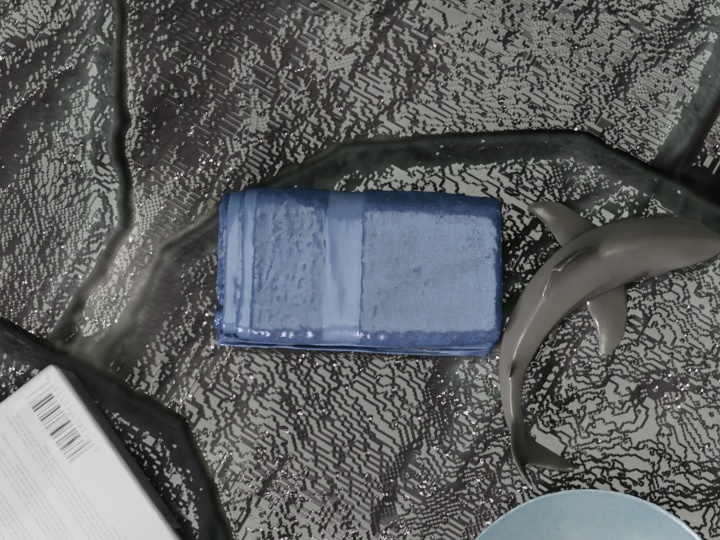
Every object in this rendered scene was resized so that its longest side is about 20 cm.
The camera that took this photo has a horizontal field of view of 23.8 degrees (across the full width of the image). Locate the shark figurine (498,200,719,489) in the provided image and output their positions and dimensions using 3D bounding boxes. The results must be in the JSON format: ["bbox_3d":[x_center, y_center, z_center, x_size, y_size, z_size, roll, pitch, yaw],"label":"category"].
[{"bbox_3d":[0.132,0.028,1.133,0.128,0.090,0.215,34,84,12],"label":"shark figurine"}]

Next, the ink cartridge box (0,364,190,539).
[{"bbox_3d":[-0.217,0.195,1.169,0.173,0.044,0.200,-37,79,1],"label":"ink cartridge box"}]

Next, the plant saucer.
[{"bbox_3d":[0.150,0.244,1.119,0.200,0.039,0.202,-1,80,8],"label":"plant saucer"}]

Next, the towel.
[{"bbox_3d":[0.000,0.000,1.172,0.199,0.049,0.112,2,81,8],"label":"towel"}]
